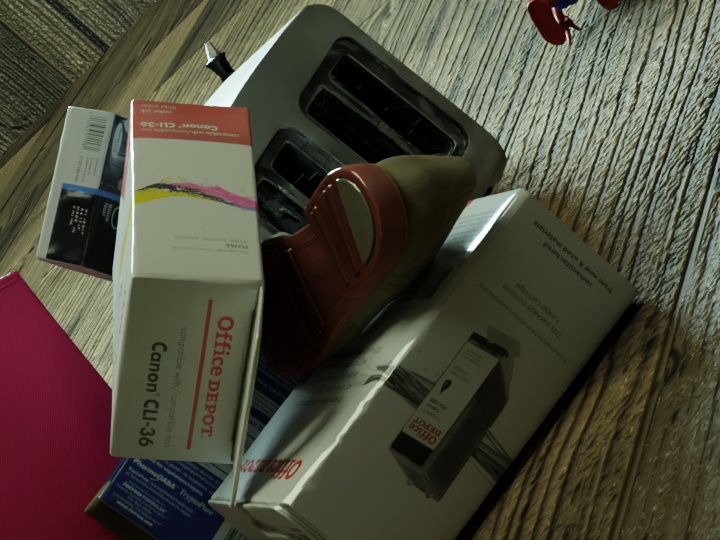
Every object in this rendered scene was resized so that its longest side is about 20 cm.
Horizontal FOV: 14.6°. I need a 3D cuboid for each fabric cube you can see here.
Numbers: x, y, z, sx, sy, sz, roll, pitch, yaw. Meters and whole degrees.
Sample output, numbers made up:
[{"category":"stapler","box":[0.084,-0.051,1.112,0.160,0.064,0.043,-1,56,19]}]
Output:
[{"category":"fabric cube","box":[-0.224,0.161,1.533,0.196,0.199,0.200,-35,-10,-39]}]

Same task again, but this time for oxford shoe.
[{"category":"oxford shoe","box":[0.000,0.000,1.408,0.075,0.071,0.200,-18,-12,-28]}]

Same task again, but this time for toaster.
[{"category":"toaster","box":[-0.031,-0.039,1.654,0.119,0.200,0.181,-40,14,51]}]

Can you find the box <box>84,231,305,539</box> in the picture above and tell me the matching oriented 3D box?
[{"category":"box","box":[-0.047,0.086,1.514,0.200,0.121,0.032,-57,5,-32]}]

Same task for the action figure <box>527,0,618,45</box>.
[{"category":"action figure","box":[0.146,-0.191,1.836,0.065,0.052,0.200,-39,11,18]}]

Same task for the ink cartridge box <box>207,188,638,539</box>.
[{"category":"ink cartridge box","box":[0.029,0.065,1.409,0.200,0.083,0.147,-52,12,-13]}]

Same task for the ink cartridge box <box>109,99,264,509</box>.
[{"category":"ink cartridge box","box":[-0.090,0.016,1.419,0.200,0.067,0.117,-98,14,-55]}]

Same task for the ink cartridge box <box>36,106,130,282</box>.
[{"category":"ink cartridge box","box":[-0.136,-0.038,1.797,0.200,0.039,0.100,18,-98,-67]}]
